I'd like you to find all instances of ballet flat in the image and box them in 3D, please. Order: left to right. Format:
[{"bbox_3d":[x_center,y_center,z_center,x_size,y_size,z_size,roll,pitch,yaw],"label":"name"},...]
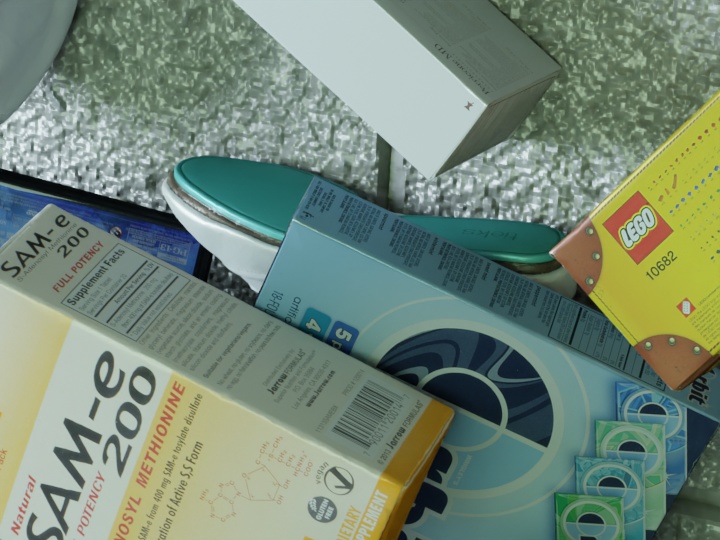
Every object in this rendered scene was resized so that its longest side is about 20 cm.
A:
[{"bbox_3d":[0.000,0.000,1.270,0.200,0.069,0.069,12,109,20],"label":"ballet flat"}]

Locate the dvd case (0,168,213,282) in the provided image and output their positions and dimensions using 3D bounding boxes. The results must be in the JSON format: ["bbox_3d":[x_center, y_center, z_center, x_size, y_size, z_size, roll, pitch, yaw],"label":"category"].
[{"bbox_3d":[-0.157,0.053,1.340,0.143,0.018,0.200,15,110,0],"label":"dvd case"}]

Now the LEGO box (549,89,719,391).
[{"bbox_3d":[0.190,-0.057,1.107,0.077,0.149,0.200,49,118,7],"label":"LEGO box"}]

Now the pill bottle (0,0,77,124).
[{"bbox_3d":[-0.239,-0.153,1.316,0.200,0.116,0.116,31,115,17],"label":"pill bottle"}]

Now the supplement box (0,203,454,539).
[{"bbox_3d":[-0.078,0.077,1.201,0.200,0.074,0.126,26,122,7],"label":"supplement box"}]

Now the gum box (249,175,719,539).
[{"bbox_3d":[0.035,0.075,1.238,0.200,0.045,0.170,25,122,0],"label":"gum box"}]

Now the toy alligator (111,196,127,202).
[{"bbox_3d":[-0.180,0.039,1.373,0.059,0.054,0.200,45,118,9],"label":"toy alligator"}]

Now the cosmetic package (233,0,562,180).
[{"bbox_3d":[-0.013,-0.128,1.228,0.200,0.083,0.051,43,118,11],"label":"cosmetic package"}]
